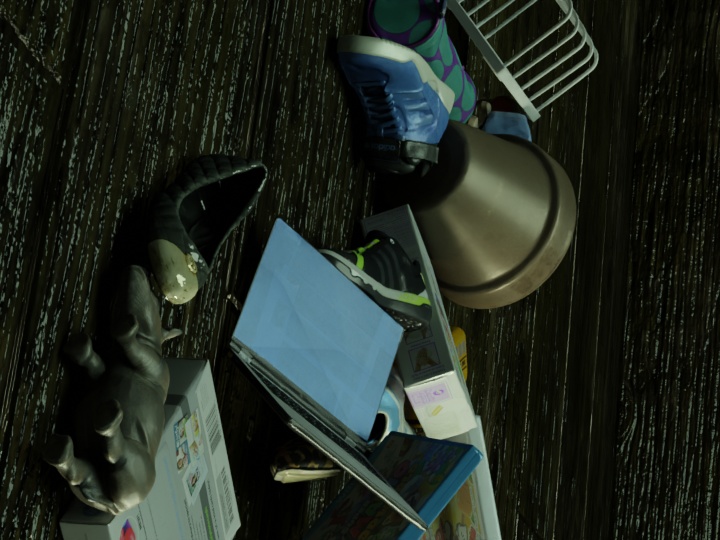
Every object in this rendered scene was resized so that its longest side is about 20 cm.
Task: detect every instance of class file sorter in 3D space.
[{"bbox_3d":[0.203,-0.299,2.163,0.139,0.124,0.200,57,8,20],"label":"file sorter"}]

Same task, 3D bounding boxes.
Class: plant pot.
[{"bbox_3d":[0.112,-0.079,1.914,0.174,0.199,0.202,33,58,-51],"label":"plant pot"}]

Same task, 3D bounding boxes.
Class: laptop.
[{"bbox_3d":[-0.009,0.084,1.460,0.116,0.200,0.187,-49,126,0],"label":"laptop"}]

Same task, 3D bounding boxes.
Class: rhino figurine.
[{"bbox_3d":[-0.158,0.073,1.166,0.201,0.059,0.088,-83,160,-44],"label":"rhino figurine"}]

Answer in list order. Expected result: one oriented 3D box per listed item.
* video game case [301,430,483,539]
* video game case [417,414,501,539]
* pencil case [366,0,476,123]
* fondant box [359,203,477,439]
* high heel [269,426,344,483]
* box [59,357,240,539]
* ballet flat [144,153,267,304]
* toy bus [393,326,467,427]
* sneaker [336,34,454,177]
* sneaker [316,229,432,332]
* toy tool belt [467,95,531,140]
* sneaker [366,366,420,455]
[{"bbox_3d":[0.023,0.207,1.553,0.143,0.018,0.200,-50,-166,-14],"label":"video game case"},{"bbox_3d":[0.099,0.269,1.885,0.182,0.023,0.202,147,-65,-65],"label":"video game case"},{"bbox_3d":[0.069,-0.230,1.887,0.200,0.084,0.093,59,43,-62],"label":"pencil case"},{"bbox_3d":[0.060,0.055,1.799,0.145,0.058,0.202,65,8,-60],"label":"fondant box"},{"bbox_3d":[-0.047,0.114,1.567,0.200,0.071,0.144,-1,83,-73],"label":"high heel"},{"bbox_3d":[-0.145,0.182,1.254,0.200,0.041,0.157,-65,151,-56],"label":"box"},{"bbox_3d":[-0.115,-0.039,1.279,0.200,0.056,0.067,-73,145,-60],"label":"ballet flat"},{"bbox_3d":[0.068,0.119,1.940,0.200,0.064,0.079,-30,120,-71],"label":"toy bus"},{"bbox_3d":[0.028,-0.157,1.763,0.200,0.076,0.112,31,71,-61],"label":"sneaker"},{"bbox_3d":[0.000,0.000,1.655,0.200,0.071,0.084,28,54,-55],"label":"sneaker"},{"bbox_3d":[0.172,-0.145,2.187,0.123,0.123,0.202,73,22,-68],"label":"toy tool belt"},{"bbox_3d":[0.017,0.164,1.786,0.073,0.071,0.201,-51,150,-23],"label":"sneaker"}]
